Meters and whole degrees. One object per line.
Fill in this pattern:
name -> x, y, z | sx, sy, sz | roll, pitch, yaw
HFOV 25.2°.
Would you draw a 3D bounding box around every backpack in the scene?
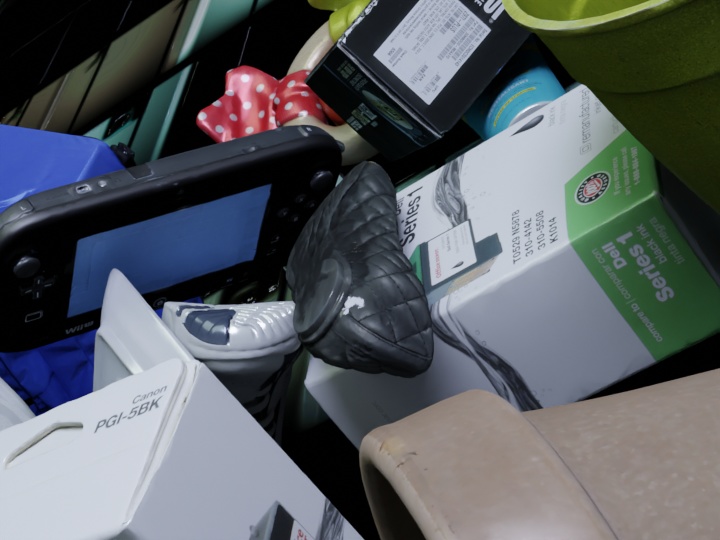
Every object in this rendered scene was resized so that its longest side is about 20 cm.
backpack -> -0.200, 0.027, 1.006 | 0.162, 0.200, 0.168 | 16, 61, 35

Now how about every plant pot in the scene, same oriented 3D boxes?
plant pot -> 0.116, 0.104, 0.481 | 0.174, 0.201, 0.200 | -25, 24, -7
plant pot -> 0.194, -0.094, 0.663 | 0.200, 0.193, 0.201 | -32, 26, 18

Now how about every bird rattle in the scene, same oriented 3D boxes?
bird rattle -> -0.019, -0.141, 1.166 | 0.200, 0.113, 0.163 | -45, 41, -4

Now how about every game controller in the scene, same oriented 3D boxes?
game controller -> -0.101, -0.016, 0.821 | 0.199, 0.105, 0.042 | -18, 49, -28

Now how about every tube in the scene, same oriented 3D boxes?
tube -> 0.097, -0.104, 1.001 | 0.077, 0.050, 0.200 | -37, 18, 7

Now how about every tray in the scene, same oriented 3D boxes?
tray -> -0.079, 0.096, 0.755 | 0.022, 0.108, 0.200 | -16, 43, -32

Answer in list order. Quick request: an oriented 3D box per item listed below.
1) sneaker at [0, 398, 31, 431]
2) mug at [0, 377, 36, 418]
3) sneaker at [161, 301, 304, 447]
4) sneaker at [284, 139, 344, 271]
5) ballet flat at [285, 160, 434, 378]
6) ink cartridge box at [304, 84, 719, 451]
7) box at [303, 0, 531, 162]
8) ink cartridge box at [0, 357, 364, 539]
sneaker -> -0.137, 0.122, 0.774 | 0.086, 0.200, 0.075 | -1, 53, 41
mug -> -0.262, 0.116, 0.857 | 0.175, 0.148, 0.200 | -44, 35, -1
sneaker -> -0.069, 0.083, 0.831 | 0.079, 0.131, 0.199 | -1, -4, -18
sneaker -> -0.033, -0.044, 0.990 | 0.074, 0.118, 0.200 | -44, 23, -5
ballet flat -> 0.000, 0.000, 0.769 | 0.067, 0.057, 0.200 | -53, 14, 19
ink cartridge box -> 0.077, 0.001, 0.799 | 0.199, 0.084, 0.146 | -29, 26, 22
box -> 0.066, -0.176, 1.022 | 0.200, 0.086, 0.164 | -50, 7, -7
ink cartridge box -> -0.064, 0.146, 0.616 | 0.146, 0.200, 0.083 | -23, 30, 32
